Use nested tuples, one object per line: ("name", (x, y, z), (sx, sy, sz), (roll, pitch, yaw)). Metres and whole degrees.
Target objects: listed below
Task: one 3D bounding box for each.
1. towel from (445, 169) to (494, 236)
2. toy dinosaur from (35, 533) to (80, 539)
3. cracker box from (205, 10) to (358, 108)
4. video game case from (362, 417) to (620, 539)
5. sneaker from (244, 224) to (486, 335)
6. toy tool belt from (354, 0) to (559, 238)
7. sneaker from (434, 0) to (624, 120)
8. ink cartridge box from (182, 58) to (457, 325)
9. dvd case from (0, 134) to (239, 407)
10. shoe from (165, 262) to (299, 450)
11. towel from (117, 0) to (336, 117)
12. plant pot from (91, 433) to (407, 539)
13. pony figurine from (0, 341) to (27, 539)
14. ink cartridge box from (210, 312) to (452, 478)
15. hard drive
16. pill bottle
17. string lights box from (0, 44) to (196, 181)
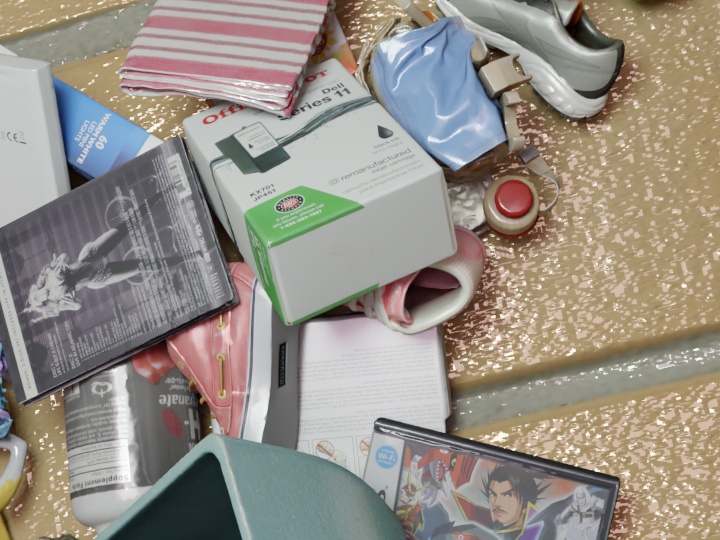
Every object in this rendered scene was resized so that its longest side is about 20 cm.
("towel", (0.014, -0.062, 1.148), (0.198, 0.034, 0.134), (-23, 74, 5))
("toy dinosaur", (-0.206, 0.286, 1.082), (0.047, 0.088, 0.200), (-44, 74, 13))
("cracker box", (-0.093, -0.224, 1.186), (0.133, 0.058, 0.202), (-24, 76, 3))
("video game case", (0.088, 0.228, 1.058), (0.198, 0.025, 0.183), (13, 93, 11))
("sneaker", (0.000, 0.000, 1.062), (0.198, 0.105, 0.076), (2, 112, 4))
("toy tool belt", (0.079, -0.124, 1.067), (0.124, 0.123, 0.201), (-32, 77, -5))
("sneaker", (0.139, -0.217, 1.125), (0.200, 0.080, 0.074), (40, 43, 10))
("ink cartridge box", (-0.036, -0.067, 1.036), (0.146, 0.084, 0.200), (-24, 40, -13))
("dvd case", (-0.205, 0.001, 1.067), (0.199, 0.016, 0.150), (-25, 69, 11))
("shoe", (-0.103, 0.091, 1.069), (0.090, 0.071, 0.202), (6, 97, 22))
("towel", (-0.098, -0.203, 1.097), (0.145, 0.030, 0.201), (9, 47, 11))
("plant pot", (-0.056, 0.250, 0.964), (0.196, 0.199, 0.197), (-42, 57, 32))
("pony figurine", (-0.363, 0.118, 1.127), (0.191, 0.166, 0.202), (10, 74, -22))
("ink cartridge box", (-0.023, 0.125, 1.110), (0.198, 0.044, 0.176), (-6, 91, 8))
("hard drive", (-0.301, -0.085, 1.131), (0.131, 0.027, 0.202), (12, 121, 25))
("pill bottle", (-0.183, 0.147, 1.095), (0.109, 0.111, 0.202), (-9, 77, 7))
("string lights box", (-0.234, -0.111, 1.162), (0.199, 0.103, 0.059), (30, 85, 13))
